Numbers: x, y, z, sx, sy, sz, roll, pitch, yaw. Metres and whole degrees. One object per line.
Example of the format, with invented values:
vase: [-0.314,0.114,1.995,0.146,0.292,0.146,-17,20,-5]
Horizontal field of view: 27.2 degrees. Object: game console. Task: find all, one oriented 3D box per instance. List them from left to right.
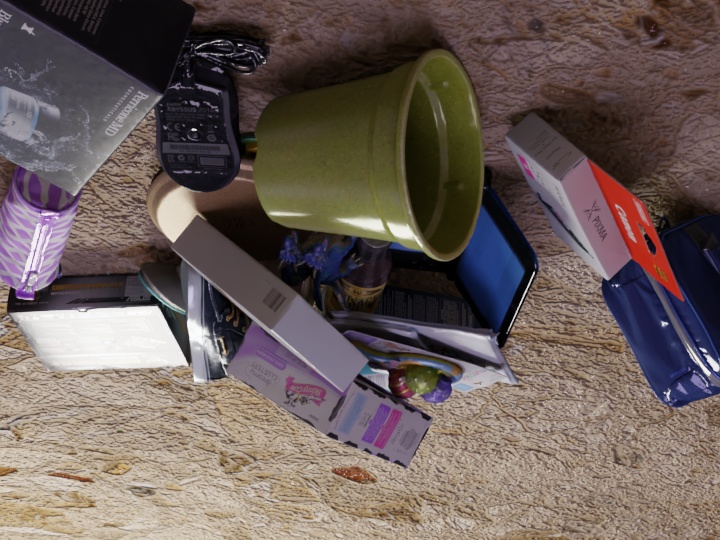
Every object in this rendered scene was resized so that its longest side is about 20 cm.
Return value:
game console: [0.094,-0.014,1.649,0.169,0.119,0.201,6,148,-5]

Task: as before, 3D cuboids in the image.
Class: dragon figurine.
dragon figurine: [-0.047,0.002,1.585,0.059,0.100,0.201,33,151,15]

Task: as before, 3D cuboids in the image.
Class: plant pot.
plant pot: [0.002,-0.110,1.462,0.183,0.202,0.201,0,150,27]

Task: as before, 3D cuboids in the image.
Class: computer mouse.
computer mouse: [-0.158,-0.167,1.493,0.137,0.053,0.201,5,134,1]

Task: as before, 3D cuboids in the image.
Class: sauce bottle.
sauce bottle: [0.000,0.000,1.687,0.065,0.067,0.200,6,154,-5]

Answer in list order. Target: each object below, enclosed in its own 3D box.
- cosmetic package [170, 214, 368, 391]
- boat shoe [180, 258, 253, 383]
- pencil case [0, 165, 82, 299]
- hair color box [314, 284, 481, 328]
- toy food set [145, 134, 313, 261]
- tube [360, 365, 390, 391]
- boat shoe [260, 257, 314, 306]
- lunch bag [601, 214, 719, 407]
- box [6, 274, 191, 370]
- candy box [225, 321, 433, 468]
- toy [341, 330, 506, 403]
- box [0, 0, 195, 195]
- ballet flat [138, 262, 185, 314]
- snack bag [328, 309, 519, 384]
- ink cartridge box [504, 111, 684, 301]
cosmetic package: [-0.098,0.035,1.604,0.200,0.052,0.151,36,176,43]
boat shoe: [-0.160,0.052,1.746,0.090,0.071,0.201,-8,139,-8]
pencil case: [-0.363,-0.049,1.666,0.083,0.086,0.200,10,147,-14]
hair color box: [0.044,0.070,1.843,0.198,0.061,0.100,11,147,-11]
toy food set: [-0.136,-0.071,1.644,0.196,0.049,0.200,-10,145,20]
tube: [0.083,0.130,1.953,0.198,0.051,0.078,-5,152,4]
boat shoe: [-0.089,0.035,1.799,0.072,0.065,0.201,35,137,18]
lunch bag: [0.372,0.034,1.640,0.135,0.201,0.132,-22,170,-39]
box: [-0.325,0.067,1.883,0.198,0.049,0.159,-2,148,10]
candy box: [-0.034,0.147,1.751,0.167,0.072,0.200,29,179,35]
toy: [0.054,0.122,1.727,0.199,0.048,0.115,21,161,-16]
box: [-0.290,-0.200,1.359,0.199,0.118,0.196,29,140,-21]
ballet flat: [-0.191,0.030,1.814,0.064,0.068,0.200,-37,138,9]
snack bag: [0.080,0.096,1.743,0.198,0.022,0.189,7,160,19]
ink cartridge box: [0.243,-0.052,1.537,0.043,0.174,0.200,-40,141,-3]
